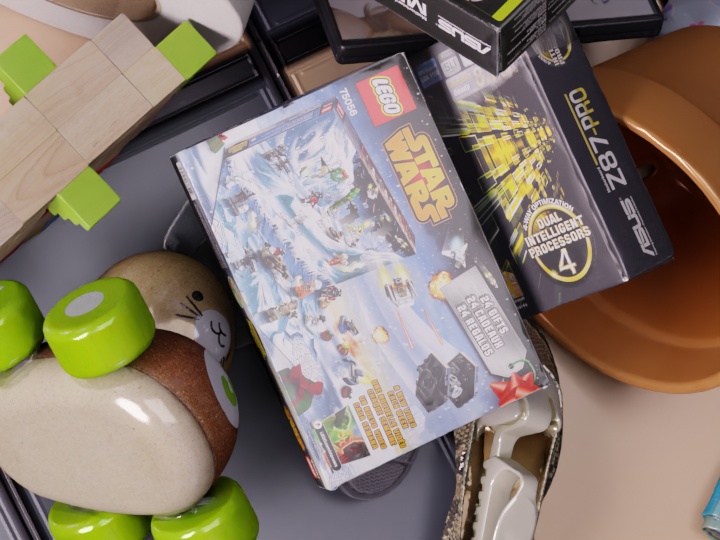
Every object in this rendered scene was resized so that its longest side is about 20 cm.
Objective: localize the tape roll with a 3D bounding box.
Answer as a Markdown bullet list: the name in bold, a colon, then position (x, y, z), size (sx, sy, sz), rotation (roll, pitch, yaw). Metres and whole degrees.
- **tape roll**: position (-0.154, -0.175, 1.527), size (0.203, 0.203, 0.037), rotation (20, 76, -11)

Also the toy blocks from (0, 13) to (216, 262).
- **toy blocks**: position (-0.182, -0.056, 1.540), size (0.100, 0.137, 0.200), rotation (46, 65, -2)

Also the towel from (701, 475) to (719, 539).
- **towel**: position (0.307, 0.108, 1.700), size (0.147, 0.022, 0.200), rotation (33, 74, -9)

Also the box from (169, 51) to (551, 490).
- **box**: position (0.000, 0.000, 1.516), size (0.137, 0.040, 0.200), rotation (-24, 94, -10)

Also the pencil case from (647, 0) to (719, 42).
- **pencil case**: position (0.256, -0.189, 1.701), size (0.091, 0.083, 0.200), rotation (26, 72, 28)

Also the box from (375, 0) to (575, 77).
- **box**: position (0.061, -0.222, 1.506), size (0.193, 0.048, 0.200), rotation (34, 64, 21)

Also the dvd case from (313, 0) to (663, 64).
- **dvd case**: position (0.064, -0.183, 1.646), size (0.200, 0.018, 0.143), rotation (-6, 50, -16)

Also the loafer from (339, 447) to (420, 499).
- **loafer**: position (0.000, 0.029, 1.597), size (0.072, 0.063, 0.200), rotation (-8, 110, -25)

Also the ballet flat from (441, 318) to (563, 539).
- **ballet flat**: position (0.085, 0.116, 1.609), size (0.068, 0.075, 0.200), rotation (13, 77, -13)

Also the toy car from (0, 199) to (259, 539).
- **toy car**: position (-0.103, 0.041, 1.542), size (0.200, 0.158, 0.164), rotation (-49, 125, -39)

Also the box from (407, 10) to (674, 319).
- **box**: position (0.066, -0.048, 1.563), size (0.049, 0.200, 0.161), rotation (-22, 90, -40)

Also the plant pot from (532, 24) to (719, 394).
- **plant pot**: position (0.181, -0.050, 1.614), size (0.200, 0.200, 0.140), rotation (49, 56, -3)
